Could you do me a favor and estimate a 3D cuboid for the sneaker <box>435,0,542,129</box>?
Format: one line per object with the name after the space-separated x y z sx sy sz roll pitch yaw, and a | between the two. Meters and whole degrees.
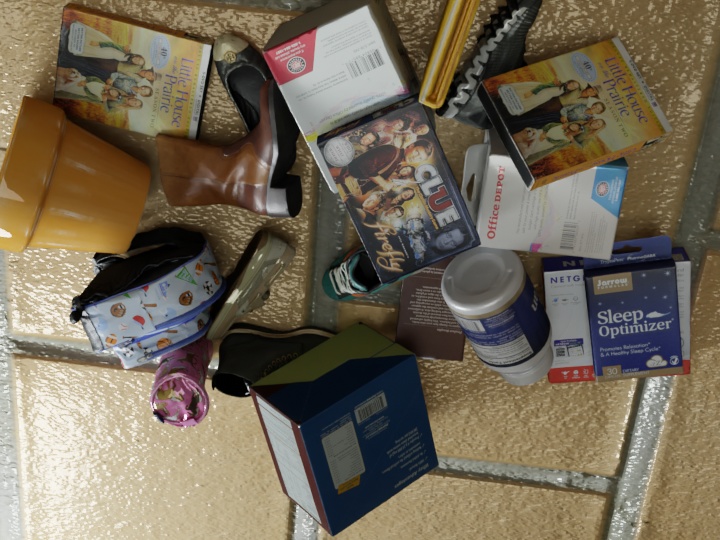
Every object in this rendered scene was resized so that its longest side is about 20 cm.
0.182 -0.262 1.353 0.090 0.067 0.200 28 117 -14 | sneaker

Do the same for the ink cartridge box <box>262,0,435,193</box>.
-0.007 -0.229 1.337 0.145 0.145 0.201 -21 111 13 | ink cartridge box

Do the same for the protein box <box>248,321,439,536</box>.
-0.019 0.219 1.498 0.198 0.135 0.201 -29 124 -25 | protein box

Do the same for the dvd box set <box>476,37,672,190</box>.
0.261 -0.194 1.301 0.199 0.029 0.147 -19 72 -16 | dvd box set

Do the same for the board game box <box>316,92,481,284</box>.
0.048 -0.097 1.296 0.135 0.035 0.201 -22 112 9 | board game box

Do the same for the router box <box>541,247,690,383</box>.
0.358 0.065 1.498 0.199 0.049 0.180 -5 115 8 | router box

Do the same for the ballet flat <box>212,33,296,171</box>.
-0.135 -0.218 1.403 0.066 0.057 0.201 -21 112 13 | ballet flat

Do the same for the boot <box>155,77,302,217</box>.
-0.175 -0.165 1.396 0.199 0.069 0.189 9 123 23 | boot

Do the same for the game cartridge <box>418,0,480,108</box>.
0.114 -0.302 1.262 0.032 0.200 0.177 19 116 -1 | game cartridge

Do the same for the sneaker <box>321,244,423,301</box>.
0.000 0.000 1.444 0.200 0.080 0.072 -24 85 48 | sneaker

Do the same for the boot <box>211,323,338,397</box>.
-0.111 0.143 1.528 0.199 0.138 0.078 2 115 3 | boot

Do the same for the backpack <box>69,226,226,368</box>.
-0.281 0.034 1.470 0.190 0.200 0.154 -26 113 9 | backpack

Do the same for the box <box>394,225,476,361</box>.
0.106 0.021 1.488 0.100 0.075 0.201 6 114 2 | box

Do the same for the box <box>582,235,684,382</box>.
0.369 0.055 1.448 0.121 0.032 0.201 -8 113 9 | box

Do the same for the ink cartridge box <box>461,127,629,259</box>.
0.229 -0.106 1.386 0.199 0.125 0.129 7 116 2 | ink cartridge box

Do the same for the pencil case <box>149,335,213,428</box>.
-0.250 0.145 1.511 0.083 0.200 0.087 28 105 -15 | pencil case

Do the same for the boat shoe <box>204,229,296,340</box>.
-0.160 0.031 1.518 0.065 0.072 0.200 24 120 -20 | boat shoe

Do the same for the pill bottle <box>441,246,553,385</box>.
0.192 0.066 1.426 0.111 0.111 0.200 -20 134 14 | pill bottle

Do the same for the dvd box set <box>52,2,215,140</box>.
-0.302 -0.257 1.414 0.199 0.029 0.147 15 116 -2 | dvd box set

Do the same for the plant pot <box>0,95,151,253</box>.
-0.384 -0.107 1.416 0.183 0.200 0.201 17 117 -20 | plant pot
